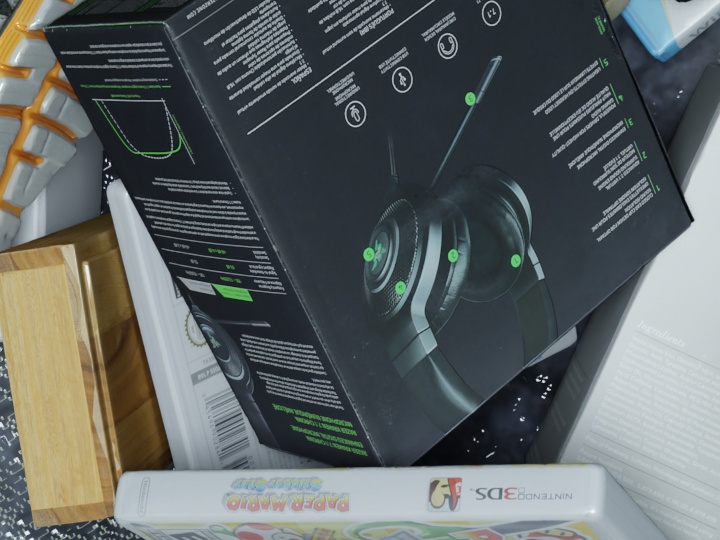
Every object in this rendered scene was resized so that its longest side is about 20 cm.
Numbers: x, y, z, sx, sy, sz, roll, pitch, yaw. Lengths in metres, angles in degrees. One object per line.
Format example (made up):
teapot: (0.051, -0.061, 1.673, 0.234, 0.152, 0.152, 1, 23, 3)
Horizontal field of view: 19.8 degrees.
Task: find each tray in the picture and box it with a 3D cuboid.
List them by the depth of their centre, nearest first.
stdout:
tray: (-0.095, 0.029, 0.832, 0.037, 0.200, 0.100, -8, 96, 9)

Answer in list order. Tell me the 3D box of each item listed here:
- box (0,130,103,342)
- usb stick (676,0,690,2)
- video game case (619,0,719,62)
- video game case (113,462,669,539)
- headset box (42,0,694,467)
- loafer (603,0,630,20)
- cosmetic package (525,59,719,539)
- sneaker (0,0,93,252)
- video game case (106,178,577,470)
box: (-0.218, -0.030, 0.872, 0.198, 0.124, 0.099, 4, 96, 3)
usb stick: (0.103, -0.204, 0.824, 0.055, 0.033, 0.201, -27, 78, 15)
video game case: (0.159, -0.204, 0.843, 0.200, 0.018, 0.144, -39, 72, 16)
video game case: (0.031, 0.113, 0.780, 0.180, 0.200, 0.023, -3, 66, 22)
headset box: (0.012, -0.046, 0.764, 0.174, 0.092, 0.201, -38, 114, -26)
loafer: (0.046, -0.188, 0.843, 0.075, 0.068, 0.201, -38, 74, 15)
cosmetic package: (0.145, 0.018, 0.863, 0.090, 0.107, 0.201, 27, 99, 0)
sneaker: (-0.156, -0.051, 0.770, 0.077, 0.078, 0.201, 29, 88, 22)
video game case: (0.000, 0.000, 0.835, 0.199, 0.018, 0.144, -24, 112, -31)
